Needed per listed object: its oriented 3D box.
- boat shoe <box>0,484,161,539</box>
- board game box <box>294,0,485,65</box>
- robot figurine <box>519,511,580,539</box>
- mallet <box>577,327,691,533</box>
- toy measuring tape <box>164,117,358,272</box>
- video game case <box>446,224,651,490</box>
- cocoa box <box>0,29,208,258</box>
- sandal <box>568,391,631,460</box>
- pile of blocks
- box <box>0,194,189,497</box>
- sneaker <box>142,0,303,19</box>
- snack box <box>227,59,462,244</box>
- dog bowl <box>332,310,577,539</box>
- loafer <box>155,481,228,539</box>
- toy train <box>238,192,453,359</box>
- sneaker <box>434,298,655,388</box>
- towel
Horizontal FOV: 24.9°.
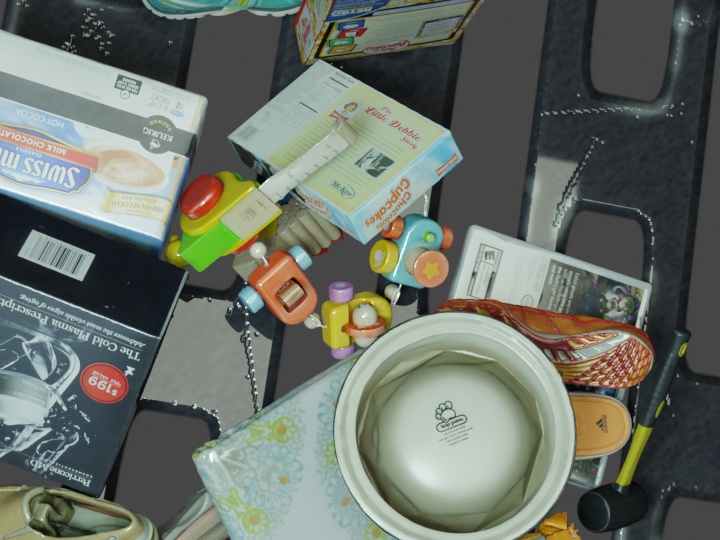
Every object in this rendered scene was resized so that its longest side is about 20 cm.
[{"bbox_3d":[-0.265,0.202,1.343,0.199,0.076,0.072,1,56,13],"label":"boat shoe"},{"bbox_3d":[0.030,-0.238,1.429,0.151,0.200,0.047,-10,82,-11],"label":"board game box"},{"bbox_3d":[0.085,0.266,1.395,0.199,0.145,0.058,-15,78,-21],"label":"robot figurine"},{"bbox_3d":[0.255,0.142,1.440,0.041,0.066,0.201,34,108,37],"label":"mallet"},{"bbox_3d":[-0.089,-0.072,1.372,0.200,0.074,0.074,-39,89,14],"label":"toy measuring tape"},{"bbox_3d":[0.158,0.080,1.492,0.181,0.023,0.201,18,78,-6],"label":"video game case"},{"bbox_3d":[-0.245,-0.103,1.395,0.199,0.133,0.132,18,80,-6],"label":"cocoa box"},{"bbox_3d":[0.151,0.136,1.430,0.206,0.059,0.080,-5,82,-17],"label":"sandal"},{"bbox_3d":[-0.033,-0.060,1.471,0.200,0.082,0.062,-43,133,-4],"label":"pile of blocks"},{"bbox_3d":[-0.268,0.059,1.333,0.199,0.183,0.104,21,34,-5],"label":"box"},{"bbox_3d":[-0.102,-0.270,1.473,0.199,0.080,0.078,-14,84,-12],"label":"sneaker"},{"bbox_3d":[-0.017,-0.107,1.416,0.116,0.200,0.037,-41,132,-13],"label":"snack box"},{"bbox_3d":[0.077,0.139,1.356,0.199,0.074,0.201,0,75,-1],"label":"dog bowl"},{"bbox_3d":[-0.149,0.240,1.393,0.200,0.072,0.063,-43,97,-16],"label":"loafer"},{"bbox_3d":[0.000,0.000,1.423,0.200,0.056,0.151,-38,124,-12],"label":"toy train"},{"bbox_3d":[0.161,0.067,1.455,0.199,0.077,0.073,13,100,7],"label":"sneaker"},{"bbox_3d":[-0.028,0.182,1.404,0.200,0.048,0.172,-31,100,-25],"label":"towel"}]
